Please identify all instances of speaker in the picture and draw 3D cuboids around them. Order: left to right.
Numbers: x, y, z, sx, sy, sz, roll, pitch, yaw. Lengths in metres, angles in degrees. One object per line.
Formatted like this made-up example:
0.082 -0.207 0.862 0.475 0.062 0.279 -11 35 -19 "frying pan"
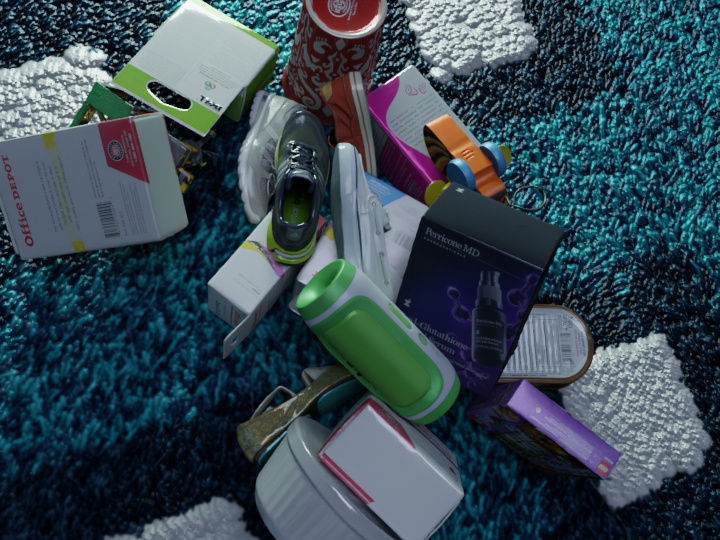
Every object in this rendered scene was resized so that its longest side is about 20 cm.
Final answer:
0.022 0.082 0.850 0.200 0.088 0.089 46 69 -18 "speaker"

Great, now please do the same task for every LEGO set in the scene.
-0.300 -0.155 1.022 0.199 0.116 0.155 27 99 3 "LEGO set"

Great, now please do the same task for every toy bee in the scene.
0.145 -0.103 0.977 0.130 0.109 0.201 -12 51 -4 "toy bee"

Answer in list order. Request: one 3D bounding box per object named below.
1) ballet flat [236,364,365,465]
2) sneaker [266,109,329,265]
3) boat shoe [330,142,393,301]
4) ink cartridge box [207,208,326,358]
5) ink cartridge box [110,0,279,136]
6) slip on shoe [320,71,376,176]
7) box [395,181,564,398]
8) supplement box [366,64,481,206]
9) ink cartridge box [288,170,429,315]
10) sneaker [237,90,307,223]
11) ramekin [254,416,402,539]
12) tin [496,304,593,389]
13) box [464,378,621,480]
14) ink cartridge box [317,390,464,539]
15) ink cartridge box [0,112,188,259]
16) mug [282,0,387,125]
-0.071 0.163 0.968 0.199 0.071 0.071 -35 81 -19 "ballet flat"
-0.069 -0.110 0.922 0.073 0.081 0.201 6 67 -11 "sneaker"
0.004 -0.053 0.917 0.066 0.074 0.202 -2 85 -13 "boat shoe"
-0.133 0.009 0.975 0.067 0.117 0.200 37 69 3 "ink cartridge box"
-0.226 -0.262 1.046 0.147 0.076 0.201 30 58 0 "ink cartridge box"
-0.012 -0.175 1.027 0.061 0.201 0.074 -9 49 3 "slip on shoe"
0.129 0.023 0.896 0.147 0.201 0.104 24 37 15 "box"
0.089 -0.170 1.082 0.101 0.103 0.200 -36 83 -18 "supplement box"
0.000 0.000 0.998 0.128 0.125 0.201 30 71 1 "ink cartridge box"
-0.119 -0.159 1.049 0.081 0.075 0.201 7 71 2 "sneaker"
-0.033 0.272 0.872 0.202 0.202 0.094 44 91 5 "ramekin"
0.214 0.098 1.017 0.198 0.042 0.113 2 68 -10 "tin"
0.213 0.197 0.934 0.137 0.200 0.039 38 76 3 "box"
0.039 0.217 0.889 0.146 0.200 0.085 43 90 4 "ink cartridge box"
-0.328 -0.103 0.925 0.199 0.083 0.146 -6 106 15 "ink cartridge box"
-0.042 -0.326 1.055 0.133 0.200 0.179 -17 77 -15 "mug"
